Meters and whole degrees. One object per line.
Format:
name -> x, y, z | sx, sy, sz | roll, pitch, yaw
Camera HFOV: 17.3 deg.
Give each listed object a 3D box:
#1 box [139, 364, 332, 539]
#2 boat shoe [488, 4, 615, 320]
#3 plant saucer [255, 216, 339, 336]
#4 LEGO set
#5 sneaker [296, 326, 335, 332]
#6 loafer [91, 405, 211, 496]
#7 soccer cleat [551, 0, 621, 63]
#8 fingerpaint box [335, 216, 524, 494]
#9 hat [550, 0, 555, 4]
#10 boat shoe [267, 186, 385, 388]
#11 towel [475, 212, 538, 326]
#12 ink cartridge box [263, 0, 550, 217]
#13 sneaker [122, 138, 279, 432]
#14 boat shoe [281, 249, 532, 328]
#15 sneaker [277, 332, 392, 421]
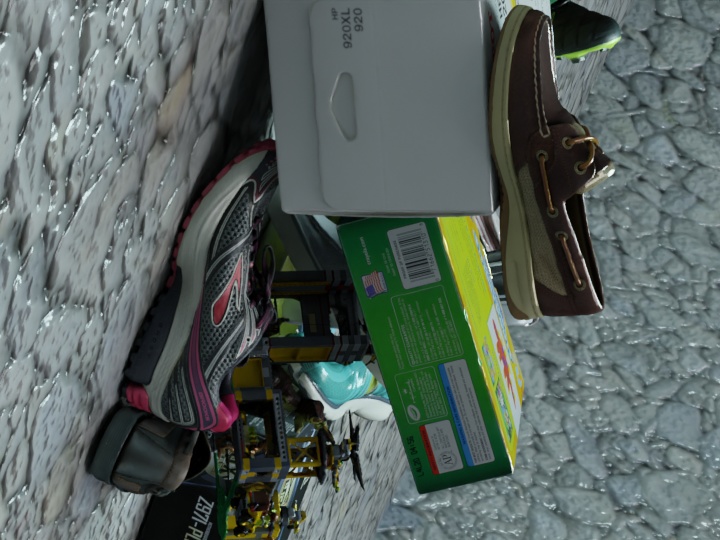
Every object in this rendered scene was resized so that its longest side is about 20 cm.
box -> -0.097, 0.168, 1.901 | 0.200, 0.086, 0.164 | -41, 153, -72
boat shoe -> 0.123, -0.066, 1.466 | 0.072, 0.072, 0.201 | -39, 128, -67
plant saucer -> -0.055, -0.009, 1.865 | 0.200, 0.031, 0.201 | 24, 90, -81
LEGO set -> -0.041, 0.090, 1.645 | 0.154, 0.115, 0.201 | 106, -21, -53
sneaker -> 0.003, -0.012, 2.021 | 0.078, 0.090, 0.201 | 40, 74, -82
loafer -> -0.133, 0.131, 1.632 | 0.200, 0.063, 0.072 | 13, 101, -82
soccer cleat -> 0.122, -0.213, 1.914 | 0.067, 0.199, 0.081 | -28, 119, -42
fingerpaint box -> 0.050, 0.027, 1.636 | 0.167, 0.073, 0.201 | -72, 146, -70
hat -> 0.071, -0.282, 1.716 | 0.165, 0.177, 0.200 | -1, 164, -44
boat shoe -> 0.000, 0.001, 1.742 | 0.071, 0.201, 0.070 | -33, -153, 7
towel -> 0.082, -0.075, 1.934 | 0.032, 0.200, 0.191 | -26, 142, 1
ink cartridge box -> 0.037, -0.132, 1.551 | 0.200, 0.144, 0.148 | -49, 137, -64
sneaker -> -0.086, 0.008, 1.554 | 0.081, 0.074, 0.201 | -33, 145, -75
boat shoe -> 0.037, 0.010, 1.834 | 0.072, 0.199, 0.071 | -177, -95, -80
sneaker -> -0.004, 0.069, 1.892 | 0.080, 0.078, 0.200 | -37, 163, 19
